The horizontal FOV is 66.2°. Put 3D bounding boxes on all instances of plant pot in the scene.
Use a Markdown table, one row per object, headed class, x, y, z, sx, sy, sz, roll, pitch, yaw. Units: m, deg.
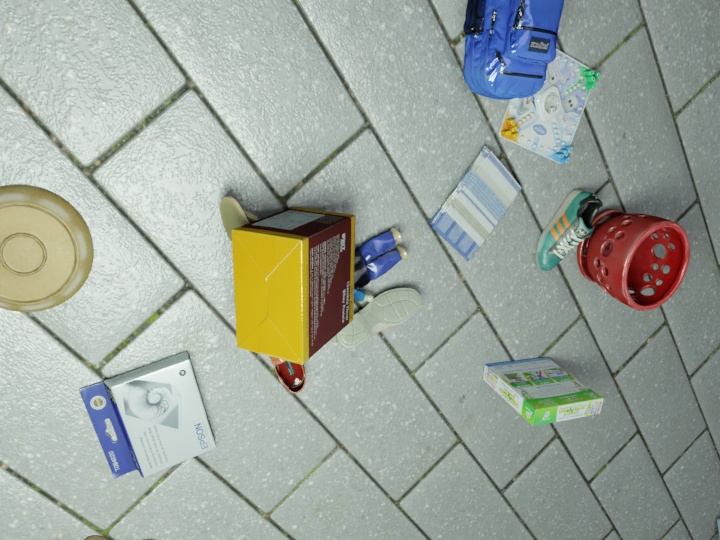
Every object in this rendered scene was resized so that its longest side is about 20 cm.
| class | x | y | z | sx | sy | sz | roll | pitch | yaw |
| --- | --- | --- | --- | --- | --- | --- | --- | --- | --- |
| plant pot | 0.613 | -0.034 | 1.271 | 0.194 | 0.182 | 0.208 | -8 | 110 | -21 |
| plant pot | -0.523 | -0.028 | 0.859 | 0.193 | 0.027 | 0.207 | -8 | 109 | -22 |

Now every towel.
| class | x | y | z | sx | sy | sz | roll | pitch | yaw |
| --- | --- | --- | --- | --- | --- | --- | --- | --- | --- |
| towel | 0.245 | -0.138 | 1.165 | 0.146 | 0.024 | 0.202 | 35 | 93 | -31 |

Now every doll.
| class | x | y | z | sx | sy | sz | roll | pitch | yaw |
| --- | --- | --- | --- | --- | --- | --- | --- | --- | --- |
| doll | 0.000 | 0.000 | 1.087 | 0.196 | 0.048 | 0.140 | -28 | 115 | -13 |

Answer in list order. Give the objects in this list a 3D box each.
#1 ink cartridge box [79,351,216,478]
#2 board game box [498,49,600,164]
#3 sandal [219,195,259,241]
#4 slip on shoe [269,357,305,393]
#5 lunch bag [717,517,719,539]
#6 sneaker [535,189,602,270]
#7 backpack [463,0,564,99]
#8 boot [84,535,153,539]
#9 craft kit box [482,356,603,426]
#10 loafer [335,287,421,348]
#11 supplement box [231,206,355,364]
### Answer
| class | x | y | z | sx | sy | sz | roll | pitch | yaw |
| --- | --- | --- | --- | --- | --- | --- | --- | --- | --- |
| ink cartridge box | -0.384 | 0.274 | 1.011 | 0.194 | 0.041 | 0.206 | -18 | 113 | -17 |
| board game box | 0.402 | -0.351 | 1.163 | 0.194 | 0.026 | 0.206 | 13 | 101 | -27 |
| sandal | -0.184 | -0.051 | 0.990 | 0.069 | 0.076 | 0.217 | -41 | 128 | -36 |
| slip on shoe | -0.152 | 0.150 | 1.062 | 0.072 | 0.061 | 0.205 | -24 | 114 | -12 |
| lunch bag | 1.374 | 0.949 | 1.967 | 0.166 | 0.127 | 0.206 | -24 | 106 | -16 |
| sneaker | 0.472 | -0.086 | 1.248 | 0.070 | 0.080 | 0.204 | 25 | 96 | -28 |
| backpack | 0.273 | -0.419 | 1.007 | 0.157 | 0.168 | 0.207 | 1 | 111 | -16 |
| boot | -0.431 | 0.577 | 1.024 | 0.198 | 0.155 | 0.078 | 35 | 92 | -29 |
| craft kit box | 0.418 | 0.273 | 1.278 | 0.193 | 0.197 | 0.050 | -2 | 108 | -22 |
| loafer | 0.033 | 0.096 | 1.136 | 0.196 | 0.063 | 0.074 | -27 | 83 | -17 |
| supplement box | -0.106 | 0.015 | 0.941 | 0.199 | 0.129 | 0.205 | -34 | 129 | -61 |
